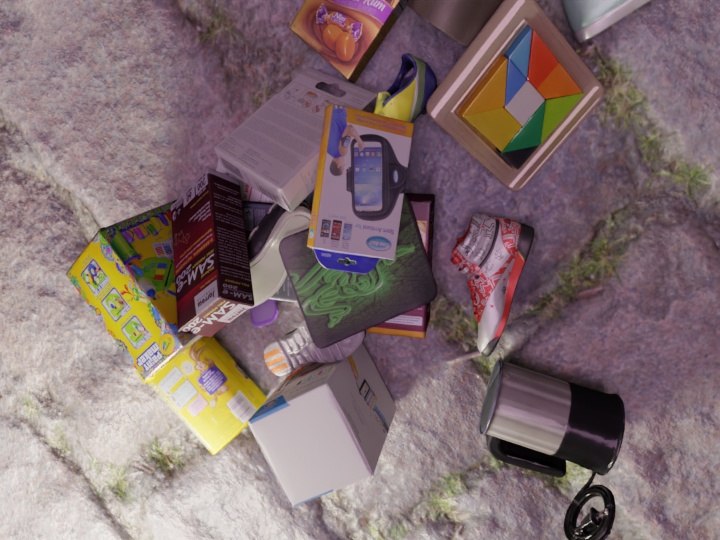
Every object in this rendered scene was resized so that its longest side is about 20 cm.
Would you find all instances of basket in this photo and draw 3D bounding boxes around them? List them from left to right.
[{"bbox_3d":[0.152,-0.403,0.683,0.137,0.177,0.203,52,121,36],"label":"basket"}]

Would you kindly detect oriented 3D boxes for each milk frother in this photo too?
[{"bbox_3d":[0.267,0.258,0.784,0.182,0.200,0.186,15,110,8],"label":"milk frother"}]

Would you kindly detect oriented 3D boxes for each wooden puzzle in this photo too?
[{"bbox_3d":[0.212,-0.227,0.728,0.197,0.038,0.186,32,109,-26],"label":"wooden puzzle"}]

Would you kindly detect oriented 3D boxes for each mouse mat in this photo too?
[{"bbox_3d":[0.000,0.000,0.755,0.195,0.008,0.166,-22,100,-4],"label":"mouse mat"}]

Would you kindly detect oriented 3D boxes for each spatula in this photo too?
[{"bbox_3d":[-0.186,-0.008,0.913,0.055,0.021,0.206,-14,99,19],"label":"spatula"}]

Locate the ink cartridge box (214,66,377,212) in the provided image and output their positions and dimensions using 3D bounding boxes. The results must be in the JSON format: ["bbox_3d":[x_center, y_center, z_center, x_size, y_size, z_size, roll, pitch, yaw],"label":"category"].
[{"bbox_3d":[-0.088,-0.194,0.771,0.159,0.051,0.200,32,68,34],"label":"ink cartridge box"}]

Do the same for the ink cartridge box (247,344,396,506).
[{"bbox_3d":[-0.050,0.224,0.845,0.144,0.200,0.148,-27,95,17],"label":"ink cartridge box"}]

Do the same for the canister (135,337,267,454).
[{"bbox_3d":[-0.274,0.201,0.949,0.148,0.087,0.201,-41,93,18],"label":"canister"}]

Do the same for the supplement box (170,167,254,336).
[{"bbox_3d":[-0.212,-0.025,0.764,0.108,0.060,0.206,-32,59,33],"label":"supplement box"}]

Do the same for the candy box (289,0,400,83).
[{"bbox_3d":[0.002,-0.389,0.765,0.116,0.056,0.202,38,107,2],"label":"candy box"}]

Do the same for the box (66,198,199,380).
[{"bbox_3d":[-0.293,0.017,0.838,0.121,0.200,0.195,-35,94,31],"label":"box"}]

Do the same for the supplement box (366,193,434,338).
[{"bbox_3d":[0.055,-0.012,0.825,0.106,0.086,0.207,4,104,12],"label":"supplement box"}]

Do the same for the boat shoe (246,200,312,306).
[{"bbox_3d":[-0.135,-0.028,0.784,0.072,0.061,0.201,19,122,-33],"label":"boat shoe"}]

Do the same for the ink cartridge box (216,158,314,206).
[{"bbox_3d":[-0.129,-0.111,0.852,0.194,0.067,0.119,20,107,7],"label":"ink cartridge box"}]

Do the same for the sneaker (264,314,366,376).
[{"bbox_3d":[-0.058,0.096,0.857,0.196,0.112,0.080,-20,97,33],"label":"sneaker"}]

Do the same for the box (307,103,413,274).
[{"bbox_3d":[-0.001,-0.100,0.710,0.115,0.041,0.208,7,92,-20],"label":"box"}]

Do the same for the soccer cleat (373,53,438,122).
[{"bbox_3d":[0.037,-0.206,0.767,0.064,0.083,0.204,31,93,49],"label":"soccer cleat"}]

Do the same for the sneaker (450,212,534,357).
[{"bbox_3d":[0.179,0.018,0.816,0.105,0.067,0.208,17,103,9],"label":"sneaker"}]

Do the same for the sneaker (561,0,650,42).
[{"bbox_3d":[0.340,-0.397,0.675,0.197,0.074,0.120,-30,102,20],"label":"sneaker"}]

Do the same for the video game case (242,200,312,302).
[{"bbox_3d":[-0.090,-0.023,0.811,0.193,0.019,0.148,6,105,16],"label":"video game case"}]
